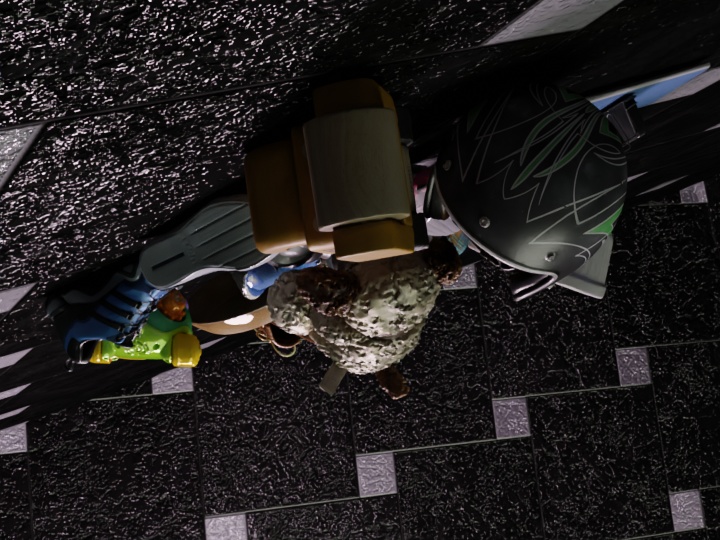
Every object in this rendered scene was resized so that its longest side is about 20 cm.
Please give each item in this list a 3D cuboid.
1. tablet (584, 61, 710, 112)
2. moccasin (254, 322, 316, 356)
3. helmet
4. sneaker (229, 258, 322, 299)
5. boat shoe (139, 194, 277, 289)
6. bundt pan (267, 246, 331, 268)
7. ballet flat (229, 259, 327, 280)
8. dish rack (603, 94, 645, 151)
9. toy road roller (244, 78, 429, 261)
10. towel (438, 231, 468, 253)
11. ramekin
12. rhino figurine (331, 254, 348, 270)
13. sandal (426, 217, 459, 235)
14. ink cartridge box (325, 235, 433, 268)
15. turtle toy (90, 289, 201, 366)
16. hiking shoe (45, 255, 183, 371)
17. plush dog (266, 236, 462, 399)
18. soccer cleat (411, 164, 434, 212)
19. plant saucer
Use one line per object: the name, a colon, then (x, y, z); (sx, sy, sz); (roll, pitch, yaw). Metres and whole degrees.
tablet: (0.314, -0.207, 1.303); (0.197, 0.014, 0.130); (-19, 175, -24)
moccasin: (-0.105, 0.075, 1.476); (0.073, 0.079, 0.200); (22, 167, -40)
helmet: (0.160, -0.081, 1.027); (0.197, 0.203, 0.191); (-19, 163, -13)
sneaker: (-0.097, -0.026, 1.292); (0.088, 0.079, 0.200); (-30, 180, 24)
boat shoe: (-0.136, -0.037, 1.059); (0.198, 0.075, 0.067); (-13, -165, 36)
bundt pan: (-0.031, -0.060, 1.125); (0.199, 0.077, 0.202); (-20, 175, -2)
ballet flat: (-0.096, 0.011, 1.550); (0.197, 0.065, 0.076); (-13, 148, -21)
dish rack: (0.235, -0.126, 1.279); (0.198, 0.055, 0.153); (-30, 178, -26)
toy road roller: (-0.029, -0.065, 0.854); (0.143, 0.125, 0.200); (-10, 177, 9)
towel: (0.157, -0.088, 1.452); (0.148, 0.022, 0.200); (-57, 171, 3)
ramekin: (0.257, -0.040, 1.488); (0.199, 0.096, 0.202); (21, -175, -2)
rhino figurine: (0.000, 0.000, 1.285); (0.059, 0.089, 0.200); (-12, -160, -6)
sandal: (0.125, -0.113, 1.264); (0.078, 0.060, 0.207); (5, 149, -29)
ink cartridge box: (0.036, -0.044, 1.482); (0.144, 0.086, 0.200); (-20, 176, 10)
turtle toy: (-0.265, 0.064, 1.320); (0.143, 0.103, 0.200); (3, 175, -6)
hiking shoe: (-0.252, 0.039, 1.193); (0.198, 0.088, 0.074); (-23, 174, 20)
plush dog: (0.018, 0.035, 1.092); (0.197, 0.162, 0.172); (-18, 159, -16)
soccer cleat: (0.072, -0.095, 1.215); (0.198, 0.070, 0.087); (-19, -143, 39)
plant saucer: (-0.141, 0.033, 1.424); (0.197, 0.036, 0.201); (-19, -159, 7)
